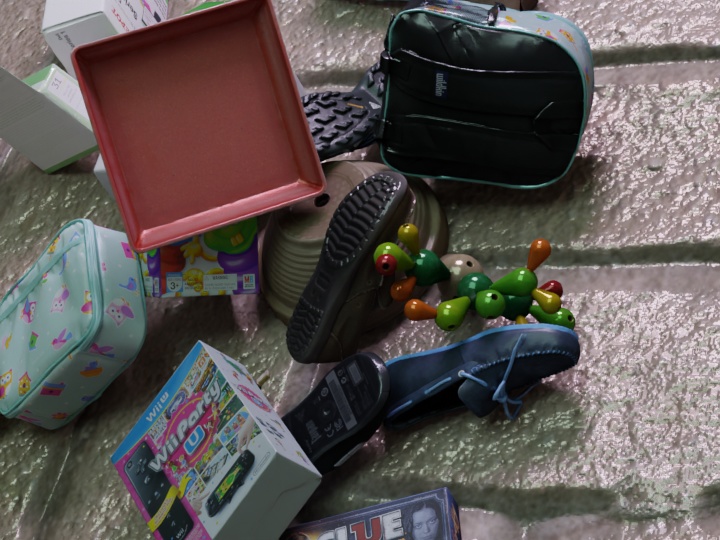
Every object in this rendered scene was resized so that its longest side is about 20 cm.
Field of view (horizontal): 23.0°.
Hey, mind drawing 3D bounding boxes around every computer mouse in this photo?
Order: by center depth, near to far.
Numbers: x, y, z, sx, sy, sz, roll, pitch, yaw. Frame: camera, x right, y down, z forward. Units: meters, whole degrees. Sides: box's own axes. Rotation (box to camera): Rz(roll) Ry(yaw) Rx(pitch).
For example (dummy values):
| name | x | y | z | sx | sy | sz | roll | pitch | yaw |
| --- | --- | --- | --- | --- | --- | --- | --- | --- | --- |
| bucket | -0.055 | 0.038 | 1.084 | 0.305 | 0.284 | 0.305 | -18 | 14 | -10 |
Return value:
| name | x | y | z | sx | sy | sz | roll | pitch | yaw |
| --- | --- | --- | --- | --- | --- | --- | --- | --- | --- |
| computer mouse | -0.049 | 0.135 | 1.632 | 0.200 | 0.046 | 0.141 | -46 | 47 | 16 |

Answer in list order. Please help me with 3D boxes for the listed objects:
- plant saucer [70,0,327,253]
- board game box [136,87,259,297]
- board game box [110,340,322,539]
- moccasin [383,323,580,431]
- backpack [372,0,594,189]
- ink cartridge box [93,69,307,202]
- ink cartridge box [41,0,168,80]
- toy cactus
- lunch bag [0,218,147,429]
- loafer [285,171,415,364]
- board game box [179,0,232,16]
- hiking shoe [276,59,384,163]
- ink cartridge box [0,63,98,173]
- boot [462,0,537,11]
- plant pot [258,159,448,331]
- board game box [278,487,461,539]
| name | x | y | z | sx | sy | sz | roll | pitch | yaw |
| --- | --- | --- | --- | --- | --- | --- | --- | --- | --- |
| plant saucer | -0.153 | -0.139 | 1.674 | 0.199 | 0.201 | 0.037 | -18 | 6 | -14 |
| board game box | -0.165 | -0.076 | 1.747 | 0.104 | 0.201 | 0.103 | -3 | 1 | -22 |
| board game box | -0.133 | 0.178 | 1.593 | 0.148 | 0.064 | 0.200 | -53 | 36 | 7 |
| moccasin | 0.108 | 0.104 | 1.582 | 0.199 | 0.080 | 0.069 | -20 | 51 | 31 |
| backpack | 0.129 | -0.173 | 1.715 | 0.199 | 0.177 | 0.153 | 12 | 22 | 16 |
| ink cartridge box | -0.170 | -0.143 | 1.907 | 0.199 | 0.084 | 0.146 | -3 | 52 | 25 |
| ink cartridge box | -0.294 | -0.308 | 2.064 | 0.084 | 0.145 | 0.201 | -14 | 49 | 16 |
| toy cactus | 0.098 | 0.005 | 1.619 | 0.199 | 0.103 | 0.165 | 9 | 9 | -12 |
| lunch bag | -0.297 | 0.053 | 1.765 | 0.200 | 0.077 | 0.161 | -41 | 48 | 34 |
| loafer | 0.000 | 0.000 | 1.656 | 0.201 | 0.071 | 0.073 | -61 | 35 | 15 |
| board game box | -0.185 | -0.270 | 2.007 | 0.095 | 0.030 | 0.200 | 2 | 28 | 29 |
| hiking shoe | -0.016 | -0.141 | 1.790 | 0.200 | 0.087 | 0.074 | -28 | 68 | -33 |
| ink cartridge box | -0.380 | -0.192 | 1.950 | 0.145 | 0.200 | 0.048 | -16 | 43 | 50 |
| boot | 0.126 | -0.283 | 1.826 | 0.070 | 0.146 | 0.201 | 9 | 59 | 30 |
| plant pot | -0.022 | -0.041 | 1.744 | 0.200 | 0.093 | 0.202 | -14 | 49 | 17 |
| board game box | -0.008 | 0.274 | 1.519 | 0.199 | 0.035 | 0.136 | -17 | 48 | 14 |
